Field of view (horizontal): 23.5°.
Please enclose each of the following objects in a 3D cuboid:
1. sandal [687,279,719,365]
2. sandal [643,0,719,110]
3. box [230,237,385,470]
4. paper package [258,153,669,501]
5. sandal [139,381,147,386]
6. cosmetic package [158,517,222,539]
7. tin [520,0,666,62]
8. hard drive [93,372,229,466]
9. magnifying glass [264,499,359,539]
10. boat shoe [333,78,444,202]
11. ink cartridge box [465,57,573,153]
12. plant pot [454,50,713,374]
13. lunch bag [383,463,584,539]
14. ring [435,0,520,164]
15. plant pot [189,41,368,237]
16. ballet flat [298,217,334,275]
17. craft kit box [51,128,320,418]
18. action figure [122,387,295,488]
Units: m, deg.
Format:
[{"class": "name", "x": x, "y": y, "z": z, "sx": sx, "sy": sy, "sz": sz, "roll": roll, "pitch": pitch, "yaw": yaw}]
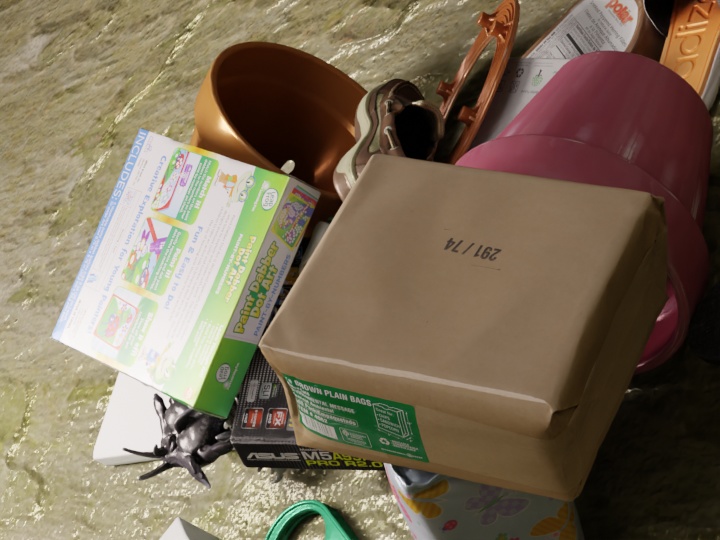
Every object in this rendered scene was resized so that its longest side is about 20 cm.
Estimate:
[{"class": "sandal", "x": 0.306, "y": 0.002, "z": 1.139, "sx": 0.200, "sy": 0.045, "sz": 0.075, "roll": -39, "pitch": 41, "yaw": 1}, {"class": "sandal", "x": 0.255, "y": -0.202, "z": 1.342, "sx": 0.079, "sy": 0.059, "sz": 0.207, "roll": -10, "pitch": 55, "yaw": 47}, {"class": "box", "x": -0.008, "y": 0.064, "z": 1.395, "sx": 0.160, "sy": 0.044, "sz": 0.200, "roll": 0, "pitch": 55, "yaw": 16}, {"class": "paper package", "x": 0.069, "y": 0.032, "z": 1.081, "sx": 0.200, "sy": 0.104, "sz": 0.191, "roll": 11, "pitch": 49, "yaw": 25}, {"class": "sandal", "x": -0.108, "y": 0.059, "z": 1.520, "sx": 0.050, "sy": 0.203, "sz": 0.082, "roll": 47, "pitch": 147, "yaw": 25}, {"class": "cosmetic package", "x": -0.124, "y": 0.301, "z": 1.394, "sx": 0.102, "sy": 0.074, "sz": 0.200, "roll": -50, "pitch": 33, "yaw": 9}, {"class": "tin", "x": 0.170, "y": -0.152, "z": 1.429, "sx": 0.200, "sy": 0.042, "sz": 0.112, "roll": -45, "pitch": 40, "yaw": 16}, {"class": "hard drive", "x": -0.170, "y": 0.114, "z": 1.641, "sx": 0.200, "sy": 0.026, "sz": 0.132, "roll": -13, "pitch": 53, "yaw": 46}, {"class": "magnifying glass", "x": -0.012, "y": 0.226, "z": 1.363, "sx": 0.200, "sy": 0.022, "sz": 0.080, "roll": 0, "pitch": 62, "yaw": 53}, {"class": "boat shoe", "x": 0.039, "y": -0.107, "z": 1.403, "sx": 0.075, "sy": 0.075, "sz": 0.202, "roll": -30, "pitch": 22, "yaw": 25}, {"class": "ink cartridge box", "x": 0.119, "y": -0.073, "z": 1.367, "sx": 0.099, "sy": 0.039, "sz": 0.200, "roll": 13, "pitch": 76, "yaw": 53}, {"class": "plant pot", "x": 0.165, "y": -0.051, "z": 1.235, "sx": 0.200, "sy": 0.200, "sz": 0.179, "roll": -14, "pitch": 37, "yaw": 45}, {"class": "lunch bag", "x": 0.075, "y": 0.112, "z": 1.195, "sx": 0.127, "sy": 0.170, "sz": 0.200, "roll": -22, "pitch": 40, "yaw": -1}, {"class": "ring", "x": 0.082, "y": -0.142, "z": 1.468, "sx": 0.200, "sy": 0.019, "sz": 0.201, "roll": -156, "pitch": 90, "yaw": -82}, {"class": "plant pot", "x": -0.076, "y": -0.088, "z": 1.561, "sx": 0.140, "sy": 0.200, "sz": 0.200, "roll": -54, "pitch": 31, "yaw": 34}, {"class": "ballet flat", "x": 0.000, "y": 0.000, "z": 1.329, "sx": 0.069, "sy": 0.069, "sz": 0.200, "roll": -61, "pitch": 19, "yaw": -6}, {"class": "craft kit box", "x": -0.147, "y": -0.003, "z": 1.426, "sx": 0.197, "sy": 0.049, "sz": 0.200, "roll": 21, "pitch": 87, "yaw": 45}, {"class": "action figure", "x": -0.097, "y": 0.127, "z": 1.473, "sx": 0.200, "sy": 0.102, "sz": 0.119, "roll": -34, "pitch": 45, "yaw": -2}]
